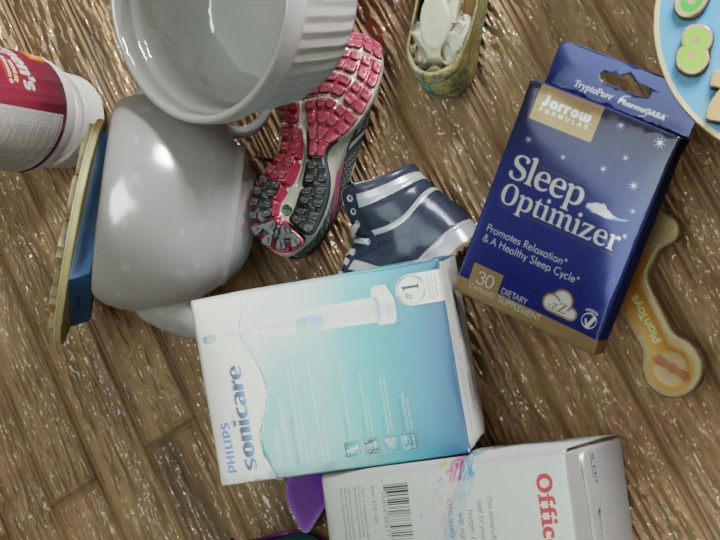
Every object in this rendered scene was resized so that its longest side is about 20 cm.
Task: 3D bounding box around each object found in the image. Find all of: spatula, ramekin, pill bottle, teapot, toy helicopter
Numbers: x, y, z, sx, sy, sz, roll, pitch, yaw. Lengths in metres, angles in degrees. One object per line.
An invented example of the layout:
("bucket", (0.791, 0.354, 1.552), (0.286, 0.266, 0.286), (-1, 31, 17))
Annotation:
("spatula", (0.001, 0.137, 1.148), (0.200, 0.021, 0.057), (-47, 48, 14))
("ramekin", (-0.094, -0.218, 1.068), (0.200, 0.105, 0.201), (9, 104, 39))
("pill bottle", (-0.327, -0.145, 1.218), (0.109, 0.200, 0.110), (0, 89, 27))
("teapot", (-0.147, -0.056, 1.160), (0.145, 0.198, 0.201), (6, 131, -8))
("toy helicopter", (0.191, 0.008, 1.027), (0.132, 0.079, 0.201), (-31, 79, 25))

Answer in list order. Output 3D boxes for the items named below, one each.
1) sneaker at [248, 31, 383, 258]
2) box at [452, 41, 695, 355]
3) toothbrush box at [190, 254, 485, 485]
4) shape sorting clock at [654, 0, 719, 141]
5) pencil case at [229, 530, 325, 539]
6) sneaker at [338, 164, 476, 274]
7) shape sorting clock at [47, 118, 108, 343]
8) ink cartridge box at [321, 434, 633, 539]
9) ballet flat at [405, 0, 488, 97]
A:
("sneaker", (-0.037, -0.108, 1.148), (0.080, 0.075, 0.201), (21, 86, 16))
("box", (0.155, -0.055, 0.981), (0.121, 0.032, 0.201), (26, 103, 25))
("toothbrush box", (-0.016, 0.076, 1.047), (0.199, 0.085, 0.147), (-11, 90, 13))
("shape sorting clock", (0.297, -0.171, 0.905), (0.199, 0.039, 0.201), (-4, 77, 18))
("pencil case", (-0.076, 0.325, 1.148), (0.085, 0.092, 0.201), (3, 93, -16))
("sneaker", (0.000, 0.000, 1.125), (0.200, 0.070, 0.109), (-42, 75, 14))
("shape sorting clock", (-0.248, -0.035, 1.192), (0.039, 0.200, 0.201), (7, 93, -9))
("ink cartridge box", (0.096, 0.209, 1.032), (0.199, 0.144, 0.146), (-9, 85, 27))
("ballet flat", (0.075, -0.241, 1.093), (0.070, 0.071, 0.201), (10, 94, 26))
